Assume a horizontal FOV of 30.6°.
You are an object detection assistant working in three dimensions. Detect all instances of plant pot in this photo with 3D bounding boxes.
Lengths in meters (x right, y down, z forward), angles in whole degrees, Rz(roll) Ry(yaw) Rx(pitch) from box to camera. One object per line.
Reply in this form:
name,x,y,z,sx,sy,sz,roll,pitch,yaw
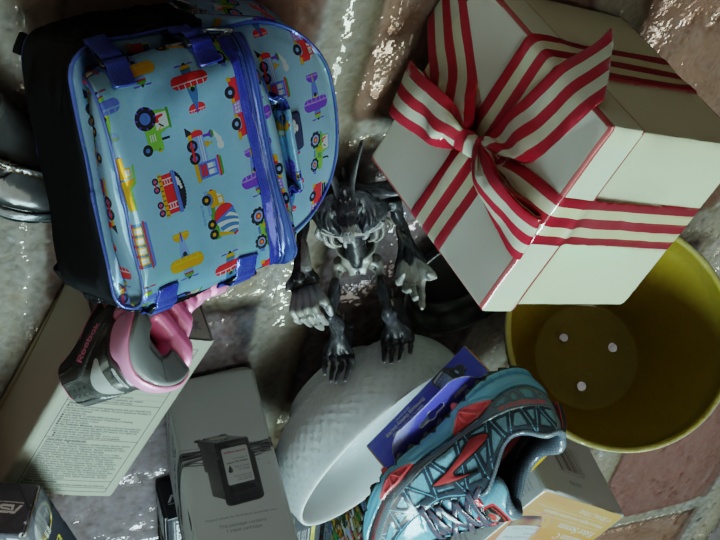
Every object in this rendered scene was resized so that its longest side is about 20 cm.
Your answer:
plant pot,0.215,0.067,1.176,0.199,0.201,0.142,-19,170,-8

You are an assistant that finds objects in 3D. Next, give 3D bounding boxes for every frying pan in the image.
frying pan,0.096,-0.019,1.114,0.114,0.031,0.191,-6,135,-26

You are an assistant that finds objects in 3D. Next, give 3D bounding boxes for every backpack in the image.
backpack,-0.093,-0.080,0.823,0.199,0.134,0.184,-17,110,-32

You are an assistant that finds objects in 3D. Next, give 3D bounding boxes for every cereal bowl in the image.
cereal bowl,-0.001,0.128,1.166,0.200,0.083,0.200,-36,158,-17

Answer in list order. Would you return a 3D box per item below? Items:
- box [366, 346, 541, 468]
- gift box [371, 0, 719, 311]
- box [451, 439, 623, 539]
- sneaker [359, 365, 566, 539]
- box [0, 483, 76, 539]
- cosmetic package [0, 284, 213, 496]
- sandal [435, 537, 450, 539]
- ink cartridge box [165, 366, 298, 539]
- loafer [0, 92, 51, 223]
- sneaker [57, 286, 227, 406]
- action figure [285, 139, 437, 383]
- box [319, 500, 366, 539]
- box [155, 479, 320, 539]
box,0.088,0.145,1.134,0.119,0.041,0.200,-45,139,1
gift box,0.133,-0.100,0.929,0.186,0.185,0.201,0,129,-42
box,0.149,0.263,1.406,0.152,0.107,0.200,22,122,-43
sneaker,0.082,0.171,1.043,0.200,0.096,0.079,-49,137,4
box,-0.332,0.223,1.070,0.198,0.049,0.162,3,141,10
cosmetic package,-0.210,0.090,1.040,0.103,0.073,0.200,11,129,-36
sandal,0.073,0.198,1.254,0.048,0.201,0.076,-5,122,33
ink cartridge box,-0.112,0.207,1.127,0.083,0.201,0.146,-8,139,-14
loafer,-0.233,-0.079,0.838,0.199,0.073,0.073,-1,132,-29
sneaker,-0.154,0.023,0.921,0.095,0.200,0.079,-28,112,26
action figure,0.000,0.000,1.021,0.118,0.103,0.201,-11,134,-1
box,0.002,0.279,1.320,0.037,0.137,0.201,-12,140,-18
box,-0.120,0.265,1.309,0.160,0.049,0.201,-11,139,-15
